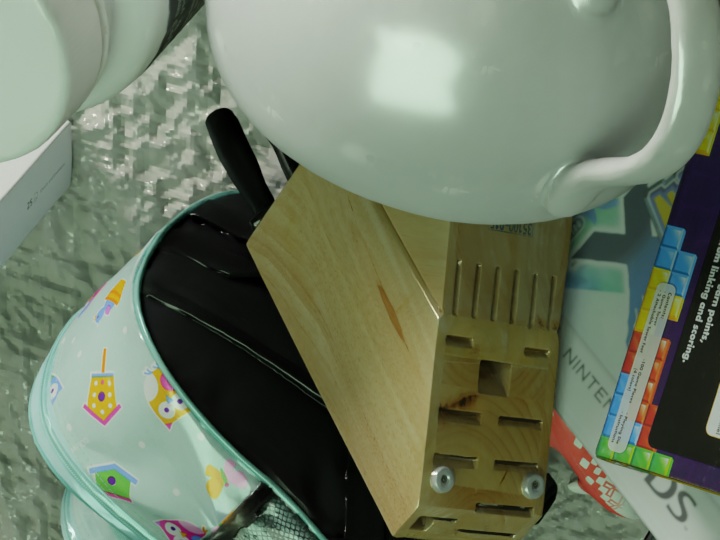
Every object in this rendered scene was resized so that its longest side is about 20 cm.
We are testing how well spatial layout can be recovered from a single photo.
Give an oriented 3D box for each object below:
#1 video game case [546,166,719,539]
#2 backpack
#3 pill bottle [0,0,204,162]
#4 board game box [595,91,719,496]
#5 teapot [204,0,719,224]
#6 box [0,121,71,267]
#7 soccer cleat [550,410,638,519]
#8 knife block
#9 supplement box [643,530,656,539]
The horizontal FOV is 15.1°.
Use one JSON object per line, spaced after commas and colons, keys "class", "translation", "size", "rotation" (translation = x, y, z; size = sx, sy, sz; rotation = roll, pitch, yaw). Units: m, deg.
{"class": "video game case", "translation": [0.154, 0.002, 0.979], "size": [0.200, 0.022, 0.182], "rotation": [-50, 53, 17]}
{"class": "backpack", "translation": [-0.041, 0.075, 1.139], "size": [0.153, 0.176, 0.200], "rotation": [-35, 99, 34]}
{"class": "pill bottle", "translation": [-0.107, -0.129, 1.010], "size": [0.113, 0.200, 0.113], "rotation": [12, 127, 17]}
{"class": "board game box", "translation": [0.185, -0.007, 0.907], "size": [0.165, 0.057, 0.200], "rotation": [17, 89, 38]}
{"class": "teapot", "translation": [0.044, -0.120, 0.951], "size": [0.200, 0.197, 0.146], "rotation": [22, 129, 7]}
{"class": "box", "translation": [-0.249, -0.038, 1.170], "size": [0.200, 0.156, 0.041], "rotation": [18, 130, 14]}
{"class": "soccer cleat", "translation": [0.107, 0.013, 1.094], "size": [0.085, 0.069, 0.200], "rotation": [-4, 114, 27]}
{"class": "knife block", "translation": [0.000, 0.000, 1.059], "size": [0.175, 0.064, 0.200], "rotation": [1, 84, 51]}
{"class": "supplement box", "translation": [0.211, 0.159, 1.110], "size": [0.200, 0.110, 0.086], "rotation": [44, 142, -8]}
